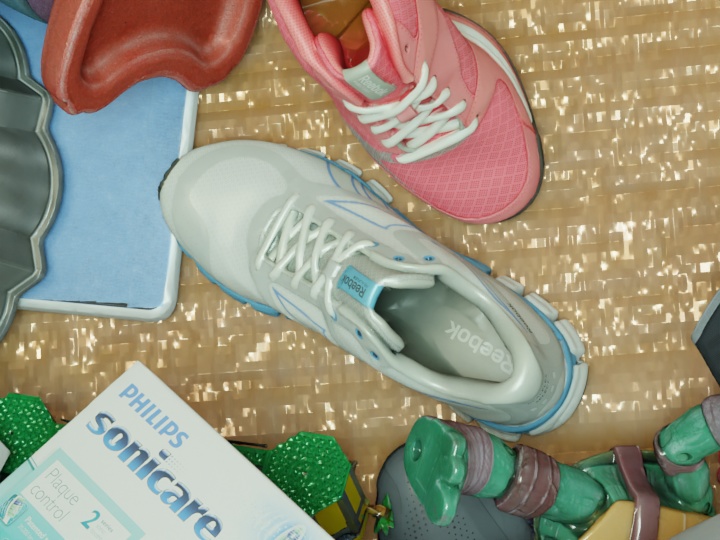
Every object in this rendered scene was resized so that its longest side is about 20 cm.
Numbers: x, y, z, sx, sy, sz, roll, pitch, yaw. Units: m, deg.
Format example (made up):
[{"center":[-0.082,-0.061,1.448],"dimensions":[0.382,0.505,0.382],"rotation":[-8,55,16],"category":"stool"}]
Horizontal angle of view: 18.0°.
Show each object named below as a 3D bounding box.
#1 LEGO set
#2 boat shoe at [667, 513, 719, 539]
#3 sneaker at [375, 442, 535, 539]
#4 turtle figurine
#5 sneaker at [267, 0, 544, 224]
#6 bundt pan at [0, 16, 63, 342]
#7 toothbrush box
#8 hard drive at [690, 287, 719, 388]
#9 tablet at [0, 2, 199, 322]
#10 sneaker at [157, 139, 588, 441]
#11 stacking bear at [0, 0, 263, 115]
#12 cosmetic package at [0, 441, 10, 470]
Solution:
[{"center":[-0.082,0.140,0.942],"dimensions":[0.198,0.116,0.155],"rotation":[-1,58,14],"category":"LEGO set"},{"center":[0.098,0.156,0.789],"dimensions":[0.066,0.072,0.200],"rotation":[38,119,-12],"category":"boat shoe"},{"center":[0.054,0.159,0.902],"dimensions":[0.074,0.088,0.201],"rotation":[-23,80,10],"category":"sneaker"},{"center":[0.106,0.111,0.876],"dimensions":[0.198,0.101,0.151],"rotation":[7,94,-21],"category":"turtle figurine"},{"center":[0.005,-0.081,0.898],"dimensions":[0.073,0.087,0.200],"rotation":[-27,120,19],"category":"sneaker"},{"center":[-0.233,-0.041,0.984],"dimensions":[0.200,0.076,0.204],"rotation":[-2,82,18],"category":"bundt pan"},{"center":[-0.097,0.154,0.805],"dimensions":[0.200,0.086,0.146],"rotation":[-40,49,-13],"category":"toothbrush box"},{"center":[0.194,0.046,0.832],"dimensions":[0.042,0.199,0.136],"rotation":[-34,78,31],"category":"hard drive"},{"center":[-0.132,-0.083,1.006],"dimensions":[0.129,0.014,0.202],"rotation":[5,85,14],"category":"tablet"},{"center":[0.000,0.000,0.931],"dimensions":[0.199,0.087,0.075],"rotation":[27,92,15],"category":"sneaker"},{"center":[-0.143,-0.167,0.957],"dimensions":[0.199,0.121,0.114],"rotation":[34,119,26],"category":"stacking bear"},{"center":[-0.254,0.074,0.922],"dimensions":[0.199,0.108,0.085],"rotation":[-3,46,37],"category":"cosmetic package"}]
